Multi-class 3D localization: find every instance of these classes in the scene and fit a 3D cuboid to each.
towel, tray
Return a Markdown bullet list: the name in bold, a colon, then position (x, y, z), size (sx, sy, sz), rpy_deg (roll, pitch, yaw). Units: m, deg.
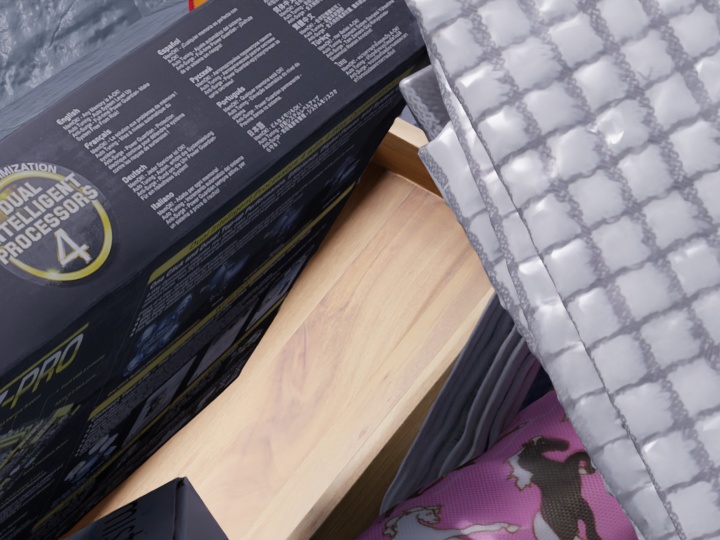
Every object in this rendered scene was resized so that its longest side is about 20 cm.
- **towel**: position (0.075, 0.000, 0.729), size (0.147, 0.024, 0.200), rpy_deg (-62, -13, 20)
- **towel**: position (0.116, -0.011, 0.535), size (0.165, 0.200, 0.086), rpy_deg (-30, -23, 6)
- **tray**: position (-0.027, 0.043, 0.761), size (0.099, 0.037, 0.200), rpy_deg (30, 70, 31)

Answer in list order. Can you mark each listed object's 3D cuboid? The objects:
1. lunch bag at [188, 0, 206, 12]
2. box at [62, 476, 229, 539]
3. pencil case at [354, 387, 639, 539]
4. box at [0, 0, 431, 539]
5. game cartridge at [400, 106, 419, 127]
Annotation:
- **lunch bag**: position (0.034, -0.077, 1.017), size (0.200, 0.177, 0.082), rpy_deg (-13, 14, -21)
- **box**: position (-0.095, 0.152, 0.578), size (0.176, 0.097, 0.200), rpy_deg (-29, 12, 2)
- **pencil case**: position (0.066, 0.059, 0.618), size (0.086, 0.083, 0.200), rpy_deg (25, 50, 39)
- **box**: position (-0.075, 0.021, 0.580), size (0.200, 0.049, 0.161), rpy_deg (-41, -10, -42)
- **game cartridge**: position (0.000, 0.000, 0.888), size (0.200, 0.133, 0.041), rpy_deg (-41, -15, -41)
